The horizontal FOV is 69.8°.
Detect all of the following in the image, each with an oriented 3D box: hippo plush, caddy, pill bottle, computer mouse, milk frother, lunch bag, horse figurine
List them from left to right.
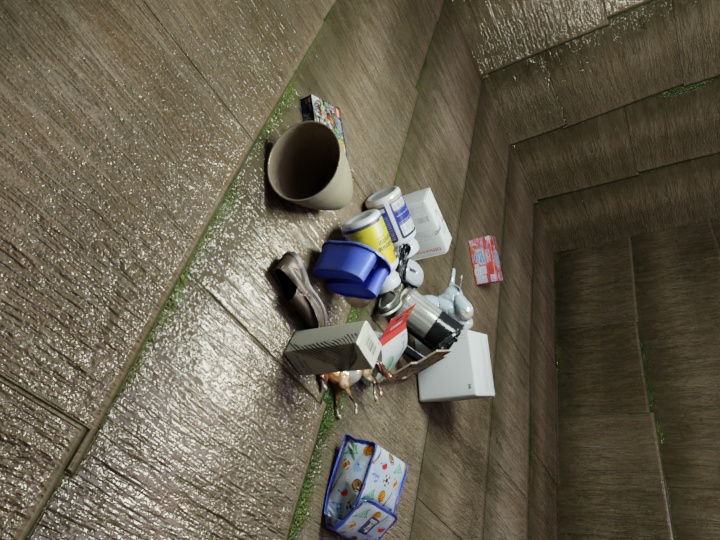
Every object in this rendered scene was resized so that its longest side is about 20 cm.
[{"bbox_3d":[-0.020,-0.011,1.251,0.142,0.197,0.106,49,58,-41],"label":"caddy"},{"bbox_3d":[-0.009,0.269,1.257,0.197,0.050,0.135,-22,93,-28],"label":"horse figurine"},{"bbox_3d":[0.012,0.512,1.186,0.170,0.122,0.203,46,57,-40],"label":"lunch bag"},{"bbox_3d":[0.035,-0.047,1.352,0.112,0.110,0.203,-47,118,-53],"label":"pill bottle"},{"bbox_3d":[0.100,-0.139,1.554,0.116,0.114,0.203,-51,122,-52],"label":"pill bottle"},{"bbox_3d":[0.154,0.002,1.529,0.200,0.043,0.112,37,60,-62],"label":"computer mouse"},{"bbox_3d":[0.191,0.152,1.474,0.187,0.201,0.181,35,57,9],"label":"milk frother"},{"bbox_3d":[0.265,0.127,1.662,0.160,0.157,0.204,-121,-159,-69],"label":"hippo plush"}]

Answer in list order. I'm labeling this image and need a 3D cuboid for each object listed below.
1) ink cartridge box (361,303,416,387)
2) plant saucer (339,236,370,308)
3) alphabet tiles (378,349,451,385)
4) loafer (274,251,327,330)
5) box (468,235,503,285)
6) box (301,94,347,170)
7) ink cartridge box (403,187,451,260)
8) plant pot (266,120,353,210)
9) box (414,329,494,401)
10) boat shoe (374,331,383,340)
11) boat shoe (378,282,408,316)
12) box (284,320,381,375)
[{"bbox_3d":[0.086,0.195,1.362,0.050,0.202,0.160,38,28,17],"label":"ink cartridge box"},{"bbox_3d":[0.000,0.000,1.420,0.199,0.036,0.205,25,59,-52],"label":"plant saucer"},{"bbox_3d":[0.154,0.268,1.429,0.166,0.199,0.008,12,47,-56],"label":"alphabet tiles"},{"bbox_3d":[-0.141,0.062,1.148,0.071,0.072,0.203,-35,103,-47],"label":"loafer"},{"bbox_3d":[0.549,-0.044,2.260,0.095,0.098,0.205,0,79,-58],"label":"box"},{"bbox_3d":[-0.092,-0.353,1.391,0.136,0.037,0.205,0,80,-58],"label":"box"},{"bbox_3d":[0.191,-0.146,1.673,0.202,0.144,0.083,60,36,-27],"label":"ink cartridge box"},{"bbox_3d":[-0.095,-0.221,1.234,0.200,0.183,0.192,35,50,-65],"label":"plant pot"},{"bbox_3d":[0.297,0.307,1.637,0.170,0.196,0.205,17,64,-54],"label":"box"},{"bbox_3d":[0.002,0.194,1.338,0.198,0.071,0.073,5,91,-53],"label":"boat shoe"},{"bbox_3d":[0.089,0.066,1.509,0.062,0.070,0.202,68,25,-17],"label":"boat shoe"},{"bbox_3d":[-0.060,0.169,1.107,0.083,0.197,0.069,57,37,-27],"label":"box"}]
